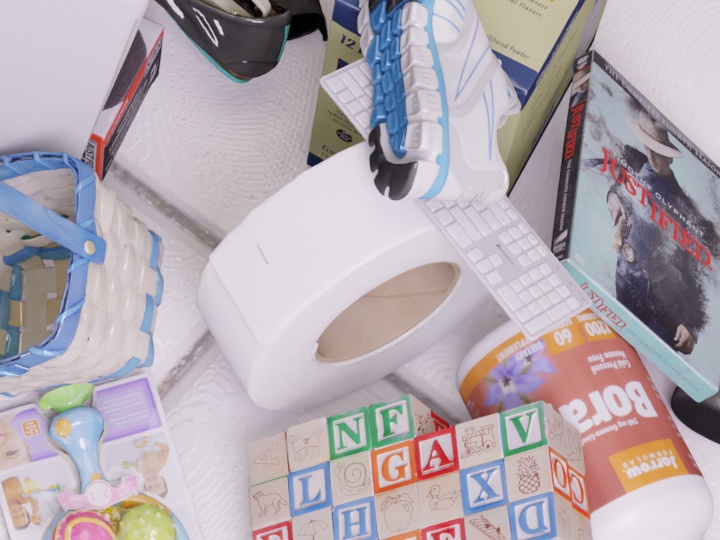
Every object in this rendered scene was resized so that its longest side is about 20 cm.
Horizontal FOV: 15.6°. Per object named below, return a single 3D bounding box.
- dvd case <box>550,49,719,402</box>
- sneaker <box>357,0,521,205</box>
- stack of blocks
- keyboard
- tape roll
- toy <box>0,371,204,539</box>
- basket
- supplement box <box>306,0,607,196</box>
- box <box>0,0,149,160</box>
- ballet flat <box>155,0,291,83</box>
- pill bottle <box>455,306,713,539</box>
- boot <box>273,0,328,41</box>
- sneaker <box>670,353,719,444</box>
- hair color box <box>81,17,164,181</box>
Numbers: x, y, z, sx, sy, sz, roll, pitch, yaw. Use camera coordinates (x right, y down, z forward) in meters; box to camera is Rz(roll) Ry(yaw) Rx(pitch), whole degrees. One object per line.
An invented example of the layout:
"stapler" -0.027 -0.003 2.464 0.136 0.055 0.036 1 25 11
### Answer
"dvd case" 0.181 -0.031 1.673 0.146 0.022 0.201 40 37 -25
"sneaker" 0.051 -0.121 1.536 0.086 0.075 0.201 14 60 -27
"stack of blocks" 0.034 0.138 1.559 0.199 0.059 0.116 -18 61 23
"keyboard" 0.055 -0.046 1.525 0.056 0.011 0.200 -25 71 -44
"tape roll" 0.000 0.000 1.605 0.201 0.203 0.071 -25 69 -19
"toy" -0.153 0.158 1.589 0.114 0.047 0.201 -15 65 -12
"basket" -0.226 -0.002 1.545 0.175 0.200 0.140 -10 70 33
"supplement box" 0.074 -0.163 1.699 0.134 0.200 0.201 26 62 7
"box" -0.234 -0.185 1.577 0.198 0.200 0.172 15 49 -12
"ballet flat" -0.126 -0.207 1.716 0.200 0.068 0.068 36 34 -6
"pill bottle" 0.147 0.125 1.608 0.112 0.112 0.201 -20 67 -17
"boot" -0.123 -0.210 1.774 0.199 0.078 0.139 -10 69 -11
"sneaker" 0.308 0.088 1.674 0.201 0.067 0.108 28 65 11
"hair color box" -0.240 -0.147 1.730 0.199 0.061 0.102 22 61 4
